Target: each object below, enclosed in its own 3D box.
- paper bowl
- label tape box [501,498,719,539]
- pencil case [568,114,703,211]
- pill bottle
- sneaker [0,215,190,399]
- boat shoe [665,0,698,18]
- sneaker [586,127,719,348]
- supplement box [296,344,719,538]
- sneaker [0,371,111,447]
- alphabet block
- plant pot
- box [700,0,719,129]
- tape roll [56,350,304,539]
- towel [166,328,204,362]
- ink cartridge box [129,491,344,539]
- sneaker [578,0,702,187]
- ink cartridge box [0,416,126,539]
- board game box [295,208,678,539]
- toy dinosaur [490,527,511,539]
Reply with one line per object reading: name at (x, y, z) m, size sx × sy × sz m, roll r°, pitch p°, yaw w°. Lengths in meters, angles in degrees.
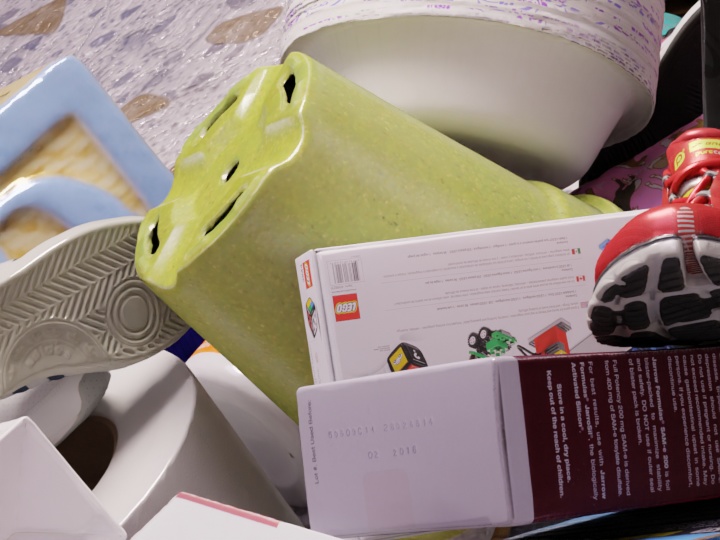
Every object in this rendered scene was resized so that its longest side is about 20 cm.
paper bowl at (0.056, -0.104, 1.121) m, size 0.200 × 0.200 × 0.105 m, roll -6°, pitch 70°, yaw 44°
label tape box at (0.112, 0.127, 0.827) m, size 0.144 × 0.064 × 0.199 m, roll -12°, pitch -4°, yaw 38°
pencil case at (0.185, -0.043, 1.130) m, size 0.199 × 0.083 × 0.087 m, roll -33°, pitch 13°, yaw 3°
pill bottle at (-0.005, 0.027, 1.199) m, size 0.109 × 0.110 × 0.200 m, roll 0°, pitch 42°, yaw 49°
sneaker at (-0.169, 0.024, 1.034) m, size 0.199 × 0.075 × 0.084 m, roll -20°, pitch 12°, yaw -38°
boat shoe at (0.249, -0.180, 1.332) m, size 0.199 × 0.072 × 0.068 m, roll 9°, pitch 85°, yaw 46°
sneaker at (0.132, -0.014, 0.828) m, size 0.077 × 0.085 × 0.200 m, roll -9°, pitch -7°, yaw 19°
supplement box at (0.085, 0.064, 0.822) m, size 0.199 × 0.061 × 0.109 m, roll -2°, pitch -7°, yaw -43°
sneaker at (-0.218, 0.062, 1.102) m, size 0.199 × 0.080 × 0.071 m, roll -9°, pitch 34°, yaw 34°
alphabet block at (-0.215, 0.005, 1.341) m, size 0.196 × 0.196 × 0.200 m, roll -41°, pitch 13°, yaw -18°
plant pot at (0.000, 0.000, 1.025) m, size 0.200 × 0.184 × 0.201 m, roll -43°, pitch 25°, yaw 26°
box at (0.263, -0.096, 0.984) m, size 0.199 × 0.149 × 0.125 m, roll 6°, pitch 39°, yaw 17°
tape roll at (-0.132, 0.158, 1.089) m, size 0.202 × 0.139 × 0.203 m, roll -27°, pitch 26°, yaw 14°
towel at (-0.092, 0.050, 1.242) m, size 0.049 × 0.148 × 0.200 m, roll 33°, pitch 66°, yaw 31°
ink cartridge box at (-0.011, 0.194, 0.820) m, size 0.083 × 0.201 × 0.145 m, roll -43°, pitch 27°, yaw -26°
sneaker at (0.197, -0.126, 1.223) m, size 0.200 × 0.083 × 0.121 m, roll -48°, pitch 18°, yaw 27°
ink cartridge box at (-0.182, 0.128, 0.903) m, size 0.116 × 0.068 × 0.200 m, roll -43°, pitch 8°, yaw -20°
board game box at (0.077, 0.043, 0.939) m, size 0.199 × 0.127 × 0.035 m, roll -7°, pitch -6°, yaw -19°
toy dinosaur at (0.050, 0.158, 0.979) m, size 0.106 × 0.061 × 0.200 m, roll -34°, pitch 2°, yaw 2°
